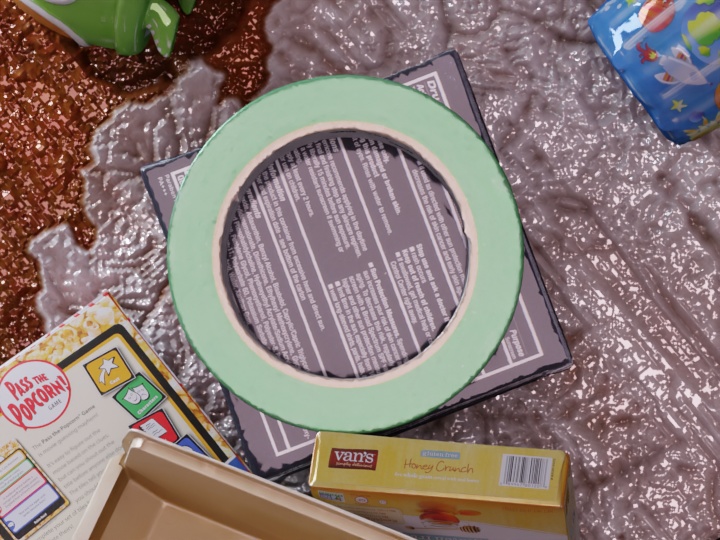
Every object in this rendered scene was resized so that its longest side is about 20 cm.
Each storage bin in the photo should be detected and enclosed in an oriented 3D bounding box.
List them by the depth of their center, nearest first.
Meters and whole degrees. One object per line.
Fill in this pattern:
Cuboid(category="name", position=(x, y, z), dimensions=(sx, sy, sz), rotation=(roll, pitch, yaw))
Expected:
Cuboid(category="storage bin", position=(-0.087, 0.217, 1.424), dimensions=(0.198, 0.094, 0.200), rotation=(21, 70, 11))

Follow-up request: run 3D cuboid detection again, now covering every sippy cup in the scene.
Cuboid(category="sippy cup", position=(0.213, -0.148, 1.549), dimensions=(0.130, 0.140, 0.178), rotation=(-36, 63, 10))

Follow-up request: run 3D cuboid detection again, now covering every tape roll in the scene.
Cuboid(category="tape roll", position=(-0.008, -0.009, 1.461), dimensions=(0.200, 0.048, 0.201), rotation=(0, 88, 2))

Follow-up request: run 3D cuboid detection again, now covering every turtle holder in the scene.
Cuboid(category="turtle holder", position=(-0.153, -0.223, 1.533), dimensions=(0.131, 0.141, 0.186), rotation=(15, 132, 0))

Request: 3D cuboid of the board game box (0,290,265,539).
Cuboid(category="board game box", position=(-0.151, 0.133, 1.538), dimensions=(0.151, 0.046, 0.200), rotation=(-35, 72, -16))

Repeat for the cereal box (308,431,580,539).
Cuboid(category="cereal box", position=(0.054, 0.157, 1.496), dimensions=(0.143, 0.200, 0.040), rotation=(3, 60, 11))

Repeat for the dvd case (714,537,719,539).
Cuboid(category="dvd case", position=(0.178, 0.262, 1.581), dimensions=(0.199, 0.025, 0.151), rotation=(-22, 88, 0))

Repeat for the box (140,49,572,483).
Cuboid(category="box", position=(0.000, 0.000, 1.544), dimensions=(0.198, 0.123, 0.201), rotation=(-20, 88, 2))
